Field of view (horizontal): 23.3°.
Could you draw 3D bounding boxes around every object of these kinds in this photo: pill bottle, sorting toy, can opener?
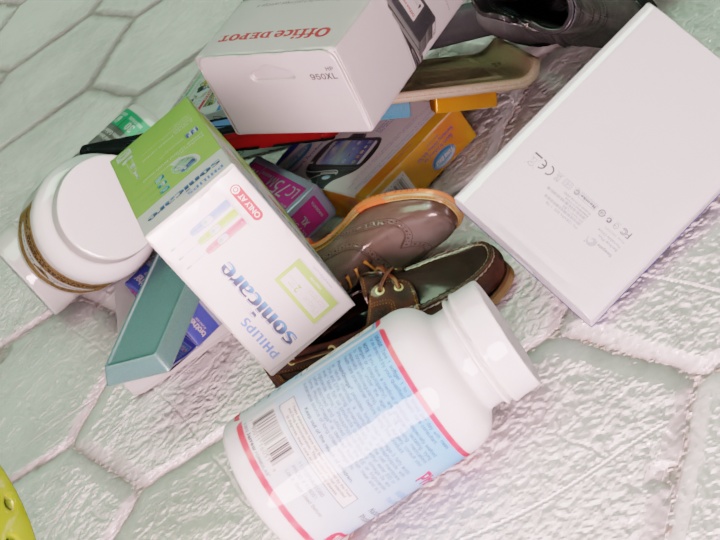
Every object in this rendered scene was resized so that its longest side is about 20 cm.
[{"bbox_3d":[0.016,0.096,1.165,0.200,0.109,0.109,-34,28,7],"label":"pill bottle"},{"bbox_3d":[-0.237,-0.043,1.541,0.114,0.114,0.200,-47,9,-16],"label":"pill bottle"},{"bbox_3d":[0.043,-0.157,1.497,0.199,0.037,0.185,-12,15,-5],"label":"sorting toy"},{"bbox_3d":[-0.256,-0.058,1.703,0.200,0.113,0.113,-44,28,-10],"label":"pill bottle"},{"bbox_3d":[0.058,-0.225,1.556,0.199,0.067,0.053,-12,12,-25],"label":"can opener"}]

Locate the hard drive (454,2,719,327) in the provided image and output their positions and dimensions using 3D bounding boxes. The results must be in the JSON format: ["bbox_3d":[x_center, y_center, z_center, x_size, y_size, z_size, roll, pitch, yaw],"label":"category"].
[{"bbox_3d":[0.182,-0.076,1.222,0.200,0.025,0.132,-45,72,-7],"label":"hard drive"}]

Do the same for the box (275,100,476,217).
[{"bbox_3d":[0.003,-0.103,1.550,0.119,0.042,0.200,-46,27,-15],"label":"box"}]

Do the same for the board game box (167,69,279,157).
[{"bbox_3d":[-0.091,-0.186,1.756,0.199,0.064,0.148,-10,38,39],"label":"board game box"}]

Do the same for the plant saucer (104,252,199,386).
[{"bbox_3d":[-0.157,0.011,1.454,0.070,0.019,0.200,-15,38,33],"label":"plant saucer"}]

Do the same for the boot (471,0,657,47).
[{"bbox_3d":[0.137,-0.224,1.446,0.200,0.131,0.070,12,97,49],"label":"boot"}]

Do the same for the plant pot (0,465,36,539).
[{"bbox_3d":[-0.334,0.253,1.263,0.198,0.182,0.200,-18,34,34],"label":"plant pot"}]

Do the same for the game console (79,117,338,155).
[{"bbox_3d":[-0.134,-0.122,1.567,0.176,0.031,0.200,-10,7,-36],"label":"game console"}]

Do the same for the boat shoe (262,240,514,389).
[{"bbox_3d":[0.017,0.034,1.298,0.200,0.070,0.070,-33,25,7],"label":"boat shoe"}]

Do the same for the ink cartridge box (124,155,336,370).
[{"bbox_3d":[-0.124,-0.009,1.500,0.200,0.042,0.119,-47,32,-9],"label":"ink cartridge box"}]

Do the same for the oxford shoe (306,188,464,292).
[{"bbox_3d":[0.000,0.000,1.381,0.200,0.071,0.073,-29,38,34],"label":"oxford shoe"}]

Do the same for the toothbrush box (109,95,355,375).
[{"bbox_3d":[-0.101,-0.030,1.311,0.086,0.146,0.200,-40,24,2],"label":"toothbrush box"}]

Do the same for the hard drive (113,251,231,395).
[{"bbox_3d":[-0.162,0.019,1.572,0.132,0.026,0.200,-34,28,8],"label":"hard drive"}]

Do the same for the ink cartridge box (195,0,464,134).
[{"bbox_3d":[-0.017,-0.202,1.403,0.144,0.084,0.200,1,44,37],"label":"ink cartridge box"}]
